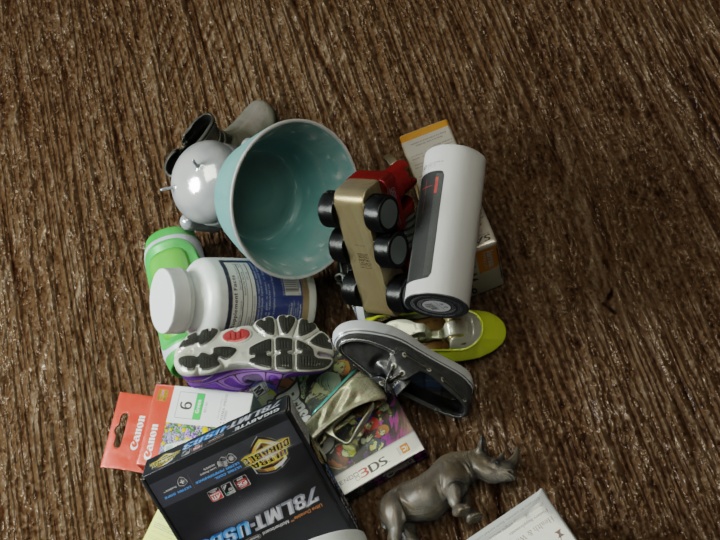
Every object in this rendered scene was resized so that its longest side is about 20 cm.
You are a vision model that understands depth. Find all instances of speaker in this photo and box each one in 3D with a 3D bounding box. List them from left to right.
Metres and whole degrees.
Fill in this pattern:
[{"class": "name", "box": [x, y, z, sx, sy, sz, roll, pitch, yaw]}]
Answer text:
[{"class": "speaker", "box": [-0.243, 0.042, 1.541, 0.088, 0.089, 0.202, -19, 62, 4]}, {"class": "speaker", "box": [0.105, -0.049, 1.364, 0.080, 0.081, 0.202, 3, 68, 15]}]

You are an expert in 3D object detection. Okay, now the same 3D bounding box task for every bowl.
[{"class": "bowl", "box": [-0.110, -0.094, 1.445, 0.105, 0.201, 0.202, 10, 64, 50]}]

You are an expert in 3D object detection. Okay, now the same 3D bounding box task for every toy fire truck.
[{"class": "toy fire truck", "box": [0.041, -0.064, 1.441, 0.128, 0.177, 0.200, 6, 35, 37]}]

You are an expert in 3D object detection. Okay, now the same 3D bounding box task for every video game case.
[{"class": "video game case", "box": [-0.037, 0.197, 1.445, 0.180, 0.036, 0.201, -29, 62, -2]}]

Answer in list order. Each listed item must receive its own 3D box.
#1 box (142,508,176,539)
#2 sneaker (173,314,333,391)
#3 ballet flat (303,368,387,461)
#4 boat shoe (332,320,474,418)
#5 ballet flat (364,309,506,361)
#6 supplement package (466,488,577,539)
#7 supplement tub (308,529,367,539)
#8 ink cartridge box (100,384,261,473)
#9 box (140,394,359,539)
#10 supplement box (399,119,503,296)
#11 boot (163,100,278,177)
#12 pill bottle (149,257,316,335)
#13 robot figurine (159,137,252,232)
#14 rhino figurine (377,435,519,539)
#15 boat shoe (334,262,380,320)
[{"class": "box", "box": [-0.205, 0.286, 1.434, 0.075, 0.050, 0.201, 17, 70, 20]}, {"class": "sneaker", "box": [-0.130, 0.110, 1.398, 0.198, 0.084, 0.081, -3, 55, 6]}, {"class": "ballet flat", "box": [-0.048, 0.205, 1.388, 0.200, 0.068, 0.062, -43, 73, -9]}, {"class": "boat shoe", "box": [0.054, 0.129, 1.388, 0.070, 0.199, 0.067, -47, 23, 34]}, {"class": "ballet flat", "box": [0.092, 0.080, 1.428, 0.198, 0.067, 0.068, -1, 73, -4]}, {"class": "supplement package", "box": [0.185, 0.391, 1.236, 0.190, 0.147, 0.201, -33, 61, -4]}, {"class": "supplement tub", "box": [-0.017, 0.414, 1.274, 0.144, 0.146, 0.201, -24, 61, 1]}, {"class": "ink cartridge box", "box": [-0.233, 0.205, 1.420, 0.198, 0.050, 0.110, 5, 65, 12]}, {"class": "box", "box": [-0.129, 0.277, 1.344, 0.199, 0.200, 0.050, -25, 17, 5]}, {"class": "supplement box", "box": [0.121, -0.079, 1.490, 0.073, 0.126, 0.201, -20, 61, 2]}, {"class": "boot", "box": [-0.195, -0.187, 1.613, 0.067, 0.131, 0.201, 25, 72, 23]}, {"class": "pill bottle", "box": [-0.166, 0.039, 1.454, 0.198, 0.111, 0.112, 1, 56, -33]}, {"class": "robot figurine", "box": [-0.178, -0.114, 1.537, 0.170, 0.199, 0.113, -49, 57, 24]}, {"class": "rhino figurine", "box": [0.109, 0.267, 1.363, 0.199, 0.060, 0.088, -31, 51, -6]}, {"class": "boat shoe", "box": [-0.002, 0.000, 1.506, 0.068, 0.073, 0.201, -14, 87, 45]}]
